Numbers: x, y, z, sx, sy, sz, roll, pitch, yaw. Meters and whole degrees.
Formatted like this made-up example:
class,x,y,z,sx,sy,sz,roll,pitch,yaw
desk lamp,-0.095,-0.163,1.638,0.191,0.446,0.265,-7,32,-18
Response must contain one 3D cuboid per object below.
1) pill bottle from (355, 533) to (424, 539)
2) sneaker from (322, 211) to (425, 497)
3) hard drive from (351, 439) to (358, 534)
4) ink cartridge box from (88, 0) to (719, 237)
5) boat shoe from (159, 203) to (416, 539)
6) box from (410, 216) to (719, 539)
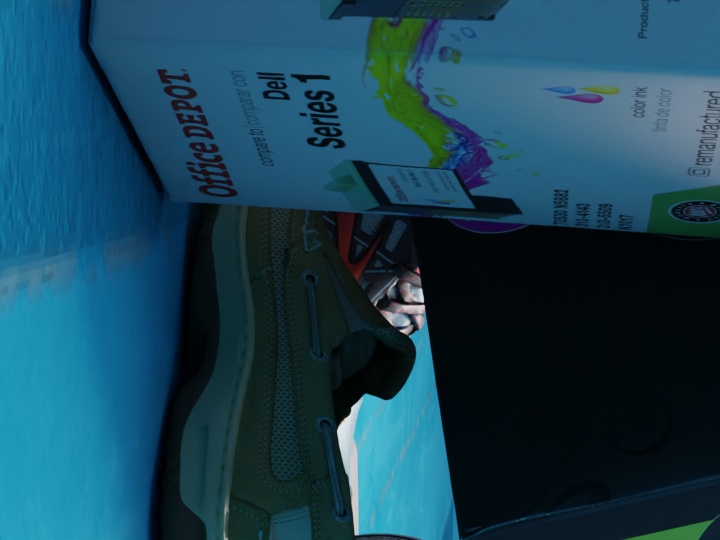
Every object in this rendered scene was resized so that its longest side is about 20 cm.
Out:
class,x,y,z,sx,sy,sz,roll,pitch,yaw
pill bottle,0.005,0.158,0.829,0.200,0.119,0.120,-4,94,-85
sneaker,0.000,0.000,0.887,0.079,0.095,0.200,-7,97,-85
hard drive,-0.021,0.159,1.076,0.200,0.027,0.132,-53,143,-81
ink cartridge box,0.033,-0.072,0.665,0.145,0.200,0.084,75,20,-73
boat shoe,-0.019,0.027,0.783,0.072,0.076,0.200,84,8,-52
box,0.104,0.027,0.775,0.124,0.148,0.200,66,13,-48
